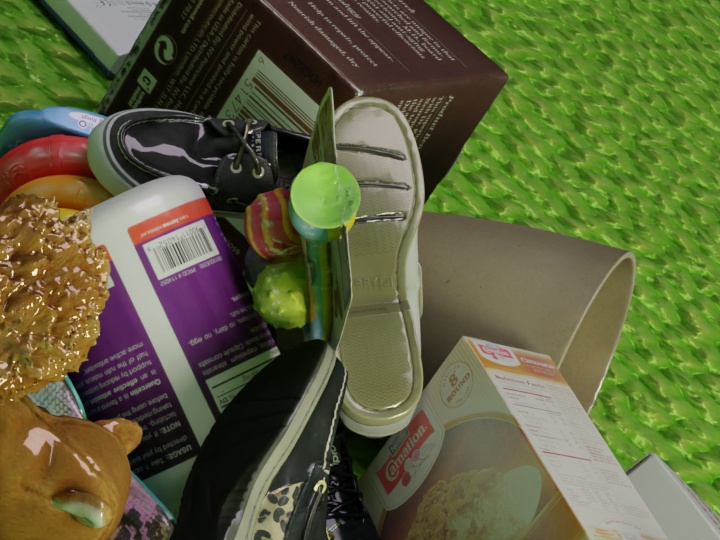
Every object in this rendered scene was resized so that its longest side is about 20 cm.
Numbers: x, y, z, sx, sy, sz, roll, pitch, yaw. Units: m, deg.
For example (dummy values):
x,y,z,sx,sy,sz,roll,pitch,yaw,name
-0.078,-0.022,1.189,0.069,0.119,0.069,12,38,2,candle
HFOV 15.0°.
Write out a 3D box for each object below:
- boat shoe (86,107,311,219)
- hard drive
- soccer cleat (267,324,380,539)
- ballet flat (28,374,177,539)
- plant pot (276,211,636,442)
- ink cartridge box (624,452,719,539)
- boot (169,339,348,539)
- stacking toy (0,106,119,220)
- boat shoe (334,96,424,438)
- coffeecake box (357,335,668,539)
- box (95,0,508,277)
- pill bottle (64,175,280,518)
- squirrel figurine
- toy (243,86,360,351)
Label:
x,y,z,sx,sy,sz,roll,pitch,yaw,name
-0.064,-0.061,1.623,0.200,0.066,0.070,17,57,-31,boat shoe
-0.199,-0.214,2.027,0.200,0.025,0.132,47,27,25,hard drive
-0.034,0.113,1.576,0.068,0.081,0.200,5,37,-46,soccer cleat
-0.165,0.105,1.460,0.071,0.069,0.200,-26,62,-26,ballet flat
0.046,0.039,1.726,0.200,0.187,0.187,22,22,14,plant pot
0.214,0.212,1.613,0.146,0.083,0.200,53,6,34,ink cartridge box
-0.022,0.155,1.429,0.154,0.073,0.204,39,56,-26,boot
-0.177,0.009,1.596,0.116,0.110,0.200,19,43,-12,stacking toy
0.000,0.000,1.593,0.075,0.068,0.200,2,71,-5,boat shoe
0.083,0.162,1.545,0.073,0.154,0.200,14,31,-37,coffeecake box
-0.042,-0.115,1.874,0.164,0.166,0.200,43,26,20,box
-0.102,0.055,1.507,0.112,0.112,0.200,-25,90,-62,pill bottle
-0.193,0.060,1.341,0.187,0.200,0.142,24,21,-1,squirrel figurine
-0.037,-0.010,1.470,0.047,0.200,0.115,-3,73,-11,toy
